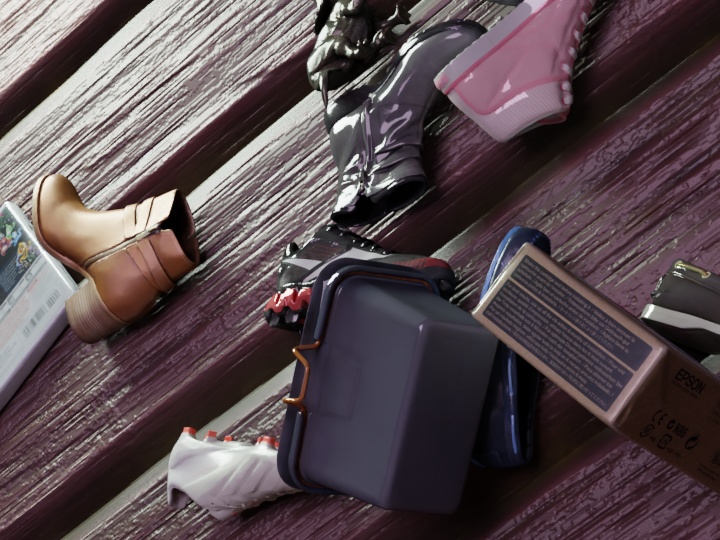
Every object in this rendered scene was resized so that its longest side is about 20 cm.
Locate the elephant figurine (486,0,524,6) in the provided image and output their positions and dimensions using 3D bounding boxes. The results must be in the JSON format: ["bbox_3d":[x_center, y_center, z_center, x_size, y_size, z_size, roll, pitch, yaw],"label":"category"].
[{"bbox_3d":[0.131,-0.333,1.816,0.154,0.142,0.200,20,43,6],"label":"elephant figurine"}]

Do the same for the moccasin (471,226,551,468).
[{"bbox_3d":[0.138,0.066,1.667,0.068,0.080,0.202,9,90,37],"label":"moccasin"}]

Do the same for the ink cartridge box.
[{"bbox_3d":[0.202,0.077,1.515,0.075,0.200,0.165,-54,48,5],"label":"ink cartridge box"}]

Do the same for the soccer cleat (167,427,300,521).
[{"bbox_3d":[-0.100,0.189,1.803,0.199,0.069,0.078,2,76,47],"label":"soccer cleat"}]

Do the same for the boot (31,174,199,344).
[{"bbox_3d":[-0.244,-0.043,2.011,0.155,0.077,0.201,-35,55,24],"label":"boot"}]

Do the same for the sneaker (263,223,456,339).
[{"bbox_3d":[0.000,0.000,1.800,0.199,0.071,0.099,-10,67,37],"label":"sneaker"}]

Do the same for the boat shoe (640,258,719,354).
[{"bbox_3d":[0.308,0.040,1.533,0.200,0.072,0.061,19,78,39],"label":"boat shoe"}]

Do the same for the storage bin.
[{"bbox_3d":[0.023,0.102,1.644,0.134,0.145,0.201,20,99,55],"label":"storage bin"}]

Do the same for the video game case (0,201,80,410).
[{"bbox_3d":[-0.390,0.053,2.124,0.200,0.023,0.182,-51,48,9],"label":"video game case"}]

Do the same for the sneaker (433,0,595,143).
[{"bbox_3d":[0.168,-0.191,1.761,0.200,0.075,0.105,-41,87,-12],"label":"sneaker"}]

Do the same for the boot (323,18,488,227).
[{"bbox_3d":[0.049,-0.127,1.820,0.200,0.070,0.132,-38,44,35],"label":"boot"}]

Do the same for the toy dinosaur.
[{"bbox_3d":[-0.014,-0.211,1.900,0.102,0.077,0.201,-32,42,41],"label":"toy dinosaur"}]
